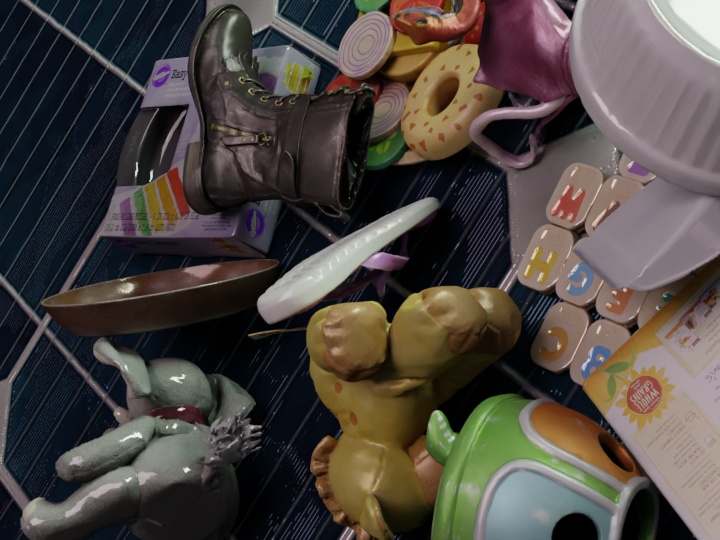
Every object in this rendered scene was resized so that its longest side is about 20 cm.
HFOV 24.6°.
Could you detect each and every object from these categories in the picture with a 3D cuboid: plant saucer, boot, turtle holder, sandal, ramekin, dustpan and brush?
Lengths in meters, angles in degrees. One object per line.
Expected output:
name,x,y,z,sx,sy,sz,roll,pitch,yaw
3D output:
plant saucer,-0.162,0.024,1.361,0.200,0.200,0.035,-2,99,44
boot,-0.059,-0.132,1.356,0.173,0.069,0.201,-5,77,36
turtle holder,0.108,0.174,1.032,0.131,0.141,0.186,9,68,30
sandal,-0.005,0.002,1.235,0.082,0.202,0.050,-20,99,44
ramekin,0.233,-0.153,1.006,0.094,0.201,0.203,102,169,-61
dustpan and brush,0.238,-0.049,1.053,0.200,0.057,0.140,-43,12,5

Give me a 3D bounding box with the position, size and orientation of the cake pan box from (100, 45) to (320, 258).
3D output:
cake pan box,-0.139,-0.106,1.489,0.199,0.052,0.185,3,70,45

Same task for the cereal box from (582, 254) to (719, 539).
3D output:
cereal box,0.241,0.093,0.997,0.144,0.039,0.200,-44,49,12

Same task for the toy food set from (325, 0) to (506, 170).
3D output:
toy food set,0.050,-0.174,1.337,0.197,0.049,0.201,-2,68,44

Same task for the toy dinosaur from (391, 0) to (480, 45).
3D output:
toy dinosaur,0.051,-0.257,1.203,0.182,0.104,0.201,-114,32,-41

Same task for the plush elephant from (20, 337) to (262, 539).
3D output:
plush elephant,-0.162,0.138,1.308,0.200,0.164,0.155,-45,36,20

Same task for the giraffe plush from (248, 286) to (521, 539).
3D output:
giraffe plush,0.023,0.108,1.156,0.199,0.172,0.163,-13,82,28

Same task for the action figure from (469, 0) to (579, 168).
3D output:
action figure,0.158,-0.146,1.152,0.200,0.134,0.150,19,84,51

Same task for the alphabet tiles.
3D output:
alphabet tiles,0.195,-0.009,1.132,0.200,0.015,0.196,24,88,48
